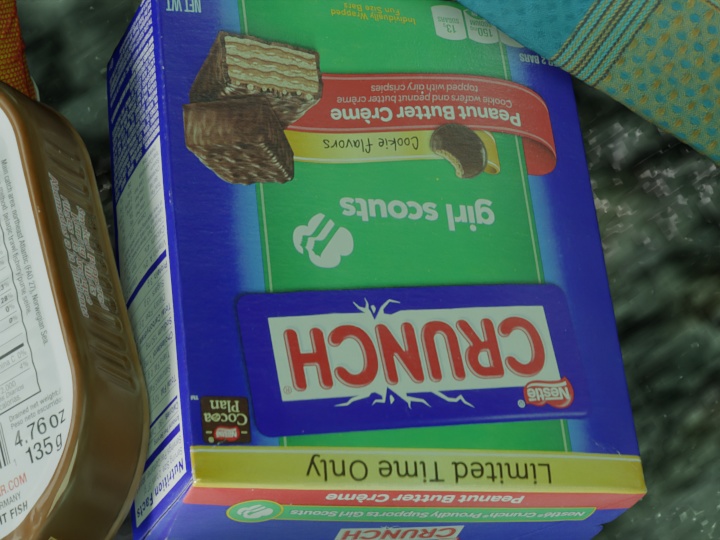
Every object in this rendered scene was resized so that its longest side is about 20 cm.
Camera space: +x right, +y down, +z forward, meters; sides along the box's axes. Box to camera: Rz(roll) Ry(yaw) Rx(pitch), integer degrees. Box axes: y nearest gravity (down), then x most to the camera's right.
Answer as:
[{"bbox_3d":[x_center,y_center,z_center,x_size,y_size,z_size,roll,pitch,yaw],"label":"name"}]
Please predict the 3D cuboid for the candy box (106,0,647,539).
[{"bbox_3d":[0.000,0.000,0.776,0.168,0.077,0.202,3,64,-20],"label":"candy box"}]

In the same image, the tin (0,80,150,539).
[{"bbox_3d":[-0.137,0.020,0.750,0.111,0.042,0.201,-27,59,15],"label":"tin"}]

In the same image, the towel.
[{"bbox_3d":[0.130,-0.117,0.757,0.199,0.022,0.147,30,119,-17],"label":"towel"}]

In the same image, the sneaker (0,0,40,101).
[{"bbox_3d":[-0.167,-0.110,0.825,0.072,0.077,0.202,-8,95,-4],"label":"sneaker"}]
